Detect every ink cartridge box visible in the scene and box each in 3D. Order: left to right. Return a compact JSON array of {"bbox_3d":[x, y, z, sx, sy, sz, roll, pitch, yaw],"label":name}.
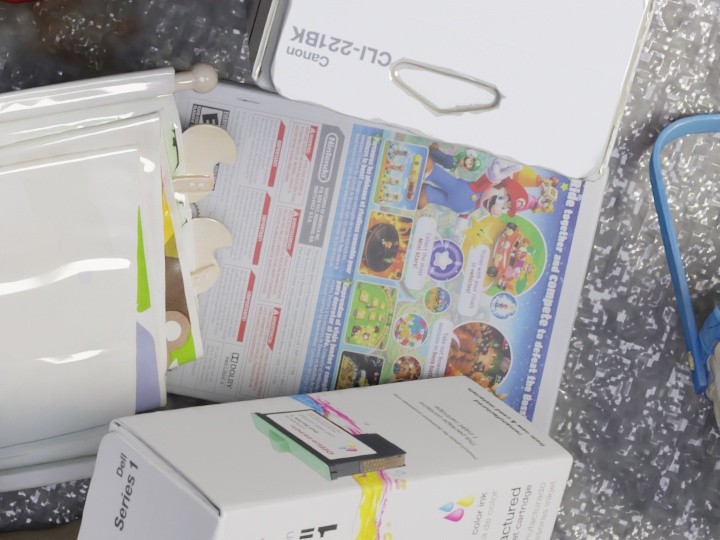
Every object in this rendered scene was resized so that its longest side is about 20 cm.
[{"bbox_3d":[-0.022,0.134,1.249,0.199,0.084,0.146,-5,119,-41],"label":"ink cartridge box"},{"bbox_3d":[0.032,-0.109,1.199,0.143,0.200,0.084,15,102,-6],"label":"ink cartridge box"}]

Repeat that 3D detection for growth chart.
[{"bbox_3d":[-0.125,0.008,1.268,0.144,0.018,0.201,-2,111,-25],"label":"growth chart"}]

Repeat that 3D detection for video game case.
[{"bbox_3d":[0.000,0.000,1.316,0.199,0.018,0.144,11,101,-5],"label":"video game case"}]

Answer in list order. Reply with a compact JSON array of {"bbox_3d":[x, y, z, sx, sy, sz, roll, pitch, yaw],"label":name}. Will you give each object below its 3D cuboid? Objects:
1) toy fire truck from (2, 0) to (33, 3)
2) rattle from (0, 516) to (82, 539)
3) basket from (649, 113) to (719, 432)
[{"bbox_3d":[-0.109,-0.204,1.228,0.167,0.112,0.201,17,103,-25],"label":"toy fire truck"},{"bbox_3d":[-0.121,0.179,1.310,0.199,0.130,0.144,-24,100,-19],"label":"rattle"},{"bbox_3d":[0.221,0.022,1.280,0.175,0.139,0.201,-4,75,0],"label":"basket"}]
